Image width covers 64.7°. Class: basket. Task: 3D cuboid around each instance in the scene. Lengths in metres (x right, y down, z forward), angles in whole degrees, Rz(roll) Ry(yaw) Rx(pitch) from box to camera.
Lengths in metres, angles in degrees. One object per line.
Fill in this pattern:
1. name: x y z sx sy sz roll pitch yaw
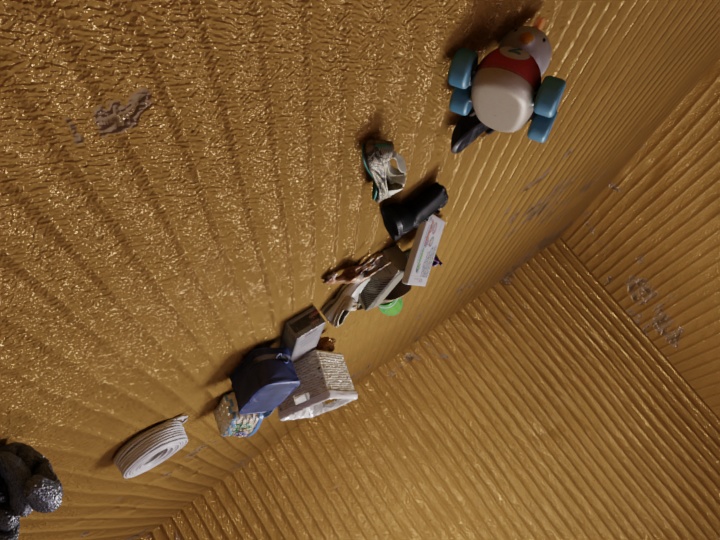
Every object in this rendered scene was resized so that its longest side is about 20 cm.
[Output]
1. basket: -0.352 0.445 1.802 0.198 0.140 0.177 -11 150 -37
2. basket: -0.149 0.361 1.784 0.197 0.163 0.199 -27 160 20

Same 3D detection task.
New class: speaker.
1. speaker: 0.094 0.098 1.899 0.088 0.089 0.200 -37 164 0

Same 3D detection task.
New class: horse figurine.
1. horse figurine: 0.000 0.000 1.485 0.132 0.050 0.199 -31 174 25

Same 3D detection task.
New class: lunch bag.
1. lunch bag: -0.271 0.296 1.592 0.135 0.133 0.200 8 136 -46

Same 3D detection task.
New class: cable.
1. cable: -0.583 0.500 1.591 0.200 0.070 0.199 -45 162 23

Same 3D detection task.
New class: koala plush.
1. koala plush: -0.659 0.366 0.972 0.177 0.184 0.200 -45 143 -4

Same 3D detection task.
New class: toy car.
1. toy car: 0.271 -0.358 0.973 0.202 0.182 0.177 -65 165 -7

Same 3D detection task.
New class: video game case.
1. video game case: 0.179 -0.056 1.592 0.182 0.023 0.203 8 99 -68

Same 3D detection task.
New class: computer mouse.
1. computer mouse: 0.252 -0.313 1.203 0.200 0.046 0.141 -41 169 -7

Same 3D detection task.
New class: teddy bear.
1. teddy bear: -0.167 0.274 1.890 0.144 0.067 0.200 -13 159 -35

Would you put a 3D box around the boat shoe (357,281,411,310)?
1. boat shoe: 0.061 0.068 1.763 0.197 0.074 0.063 -17 176 -3

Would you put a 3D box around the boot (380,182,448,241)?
1. boot: 0.132 -0.147 1.336 0.162 0.074 0.198 -35 171 -2

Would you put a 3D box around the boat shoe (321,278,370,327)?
1. boat shoe: -0.030 0.083 1.624 0.074 0.069 0.200 -15 152 -53

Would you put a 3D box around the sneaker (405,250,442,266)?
1. sneaker: 0.164 -0.013 1.738 0.199 0.088 0.075 -30 162 -26

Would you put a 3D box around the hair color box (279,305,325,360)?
1. hair color box: -0.169 0.187 1.630 0.098 0.061 0.201 -30 163 -26

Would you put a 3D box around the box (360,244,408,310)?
1. box: 0.059 0.023 1.632 0.068 0.082 0.201 -20 155 -43

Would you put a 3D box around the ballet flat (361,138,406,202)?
1. ballet flat: 0.049 -0.180 1.059 0.074 0.069 0.200 0 162 7
